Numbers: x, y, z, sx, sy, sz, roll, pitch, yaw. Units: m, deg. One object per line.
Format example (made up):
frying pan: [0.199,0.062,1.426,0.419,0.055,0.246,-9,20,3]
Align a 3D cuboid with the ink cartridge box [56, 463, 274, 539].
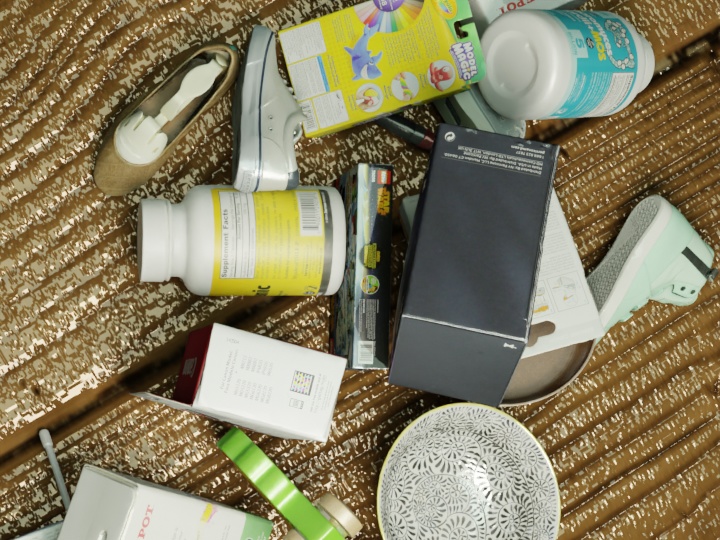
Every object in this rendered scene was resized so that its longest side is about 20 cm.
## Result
ink cartridge box: [-0.193,0.280,1.518,0.200,0.087,0.146,27,79,-51]

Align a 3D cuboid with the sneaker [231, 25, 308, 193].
sneaker: [-0.090,-0.158,1.603,0.070,0.073,0.201,9,58,-13]

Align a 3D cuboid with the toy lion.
toy lion: [-0.059,0.241,1.570,0.069,0.192,0.200,-43,136,-10]

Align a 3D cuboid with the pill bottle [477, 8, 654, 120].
pill bottle: [0.219,-0.213,1.647,0.200,0.111,0.111,-8,88,-46]

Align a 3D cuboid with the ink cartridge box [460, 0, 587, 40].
ink cartridge box: [0.150,-0.353,1.682,0.146,0.084,0.201,-26,92,-12]

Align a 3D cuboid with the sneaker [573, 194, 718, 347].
sneaker: [0.299,0.033,1.698,0.118,0.074,0.201,35,92,-26]

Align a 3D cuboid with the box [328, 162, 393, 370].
box: [0.000,0.000,1.602,0.040,0.137,0.201,2,87,-12]

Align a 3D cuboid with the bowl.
bowl: [0.094,0.240,1.622,0.200,0.094,0.202,4,77,-19]

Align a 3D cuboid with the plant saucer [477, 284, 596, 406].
plant saucer: [0.144,0.054,1.649,0.199,0.032,0.201,0,62,1]

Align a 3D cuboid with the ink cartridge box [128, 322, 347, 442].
ink cartridge box: [-0.123,0.104,1.536,0.175,0.200,0.084,16,82,-12]

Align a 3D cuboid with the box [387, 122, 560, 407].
box: [0.103,-0.001,1.510,0.123,0.200,0.199,10,68,1]

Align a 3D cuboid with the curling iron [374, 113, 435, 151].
curling iron: [0.068,-0.147,1.685,0.199,0.026,0.050,20,62,-5]

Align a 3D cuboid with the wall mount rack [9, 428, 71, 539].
wall mount rack: [-0.334,0.259,1.552,0.199,0.075,0.174,-20,94,-12]

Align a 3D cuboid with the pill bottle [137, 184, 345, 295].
pill bottle: [-0.120,-0.030,1.592,0.199,0.111,0.112,1,86,-11]

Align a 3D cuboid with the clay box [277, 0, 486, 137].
clay box: [0.026,-0.217,1.623,0.199,0.048,0.115,-15,89,15]

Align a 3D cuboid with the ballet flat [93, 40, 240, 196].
ballet flat: [-0.193,-0.158,1.604,0.200,0.072,0.068,-45,95,-11]

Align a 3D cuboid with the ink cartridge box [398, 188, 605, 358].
ink cartridge box: [0.145,0.001,1.646,0.162,0.050,0.201,-15,73,-9]

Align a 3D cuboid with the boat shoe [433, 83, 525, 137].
boat shoe: [0.134,-0.154,1.650,0.071,0.070,0.201,-17,65,-19]
